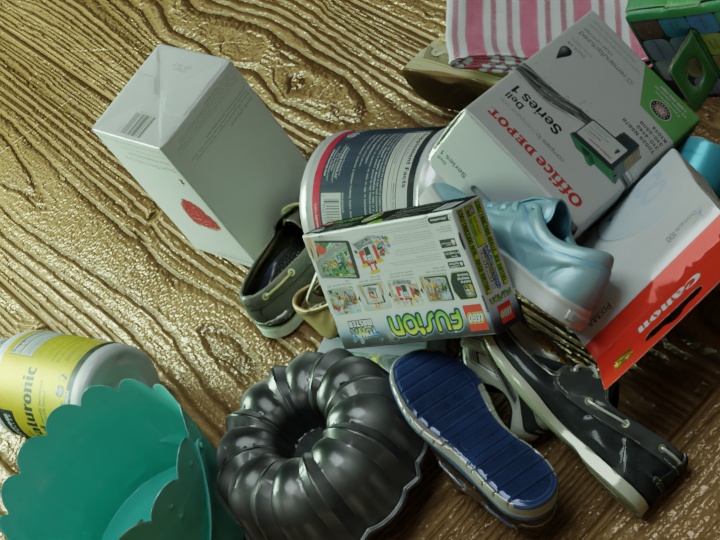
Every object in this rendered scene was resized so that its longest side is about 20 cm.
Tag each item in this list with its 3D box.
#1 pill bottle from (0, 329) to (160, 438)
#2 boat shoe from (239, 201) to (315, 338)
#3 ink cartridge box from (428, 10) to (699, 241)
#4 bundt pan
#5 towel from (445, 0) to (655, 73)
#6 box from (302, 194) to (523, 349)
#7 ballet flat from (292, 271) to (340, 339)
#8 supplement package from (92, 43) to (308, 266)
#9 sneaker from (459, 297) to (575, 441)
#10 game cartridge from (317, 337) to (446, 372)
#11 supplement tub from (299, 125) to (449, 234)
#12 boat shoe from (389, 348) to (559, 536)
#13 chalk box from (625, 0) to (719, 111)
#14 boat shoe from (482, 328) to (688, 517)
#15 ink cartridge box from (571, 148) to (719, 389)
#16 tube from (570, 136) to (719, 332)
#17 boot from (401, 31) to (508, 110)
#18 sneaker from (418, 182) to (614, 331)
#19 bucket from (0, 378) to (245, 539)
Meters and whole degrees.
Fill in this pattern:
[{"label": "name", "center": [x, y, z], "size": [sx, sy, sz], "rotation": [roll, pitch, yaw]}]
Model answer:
[{"label": "pill bottle", "center": [-0.304, 0.118, 1.888], "size": [0.199, 0.111, 0.112], "rotation": [6, 58, 41]}, {"label": "boat shoe", "center": [-0.056, -0.031, 1.872], "size": [0.072, 0.060, 0.202], "rotation": [6, 58, 40]}, {"label": "ink cartridge box", "center": [0.179, -0.114, 1.646], "size": [0.200, 0.146, 0.084], "rotation": [-40, -8, -37]}, {"label": "bundt pan", "center": [-0.043, 0.151, 1.634], "size": [0.201, 0.076, 0.203], "rotation": [-20, 45, 21]}, {"label": "towel", "center": [0.180, -0.244, 1.796], "size": [0.199, 0.030, 0.147], "rotation": [4, 48, -4]}, {"label": "box", "center": [0.040, 0.004, 1.573], "size": [0.035, 0.111, 0.200], "rotation": [-28, 13, -37]}, {"label": "ballet flat", "center": [0.000, 0.000, 1.680], "size": [0.200, 0.063, 0.069], "rotation": [-45, 17, 46]}, {"label": "supplement package", "center": [-0.151, -0.113, 1.911], "size": [0.121, 0.200, 0.120], "rotation": [17, 65, 45]}, {"label": "sneaker", "center": [0.107, 0.059, 1.616], "size": [0.088, 0.076, 0.200], "rotation": [-43, 65, 9]}, {"label": "game cartridge", "center": [0.001, 0.123, 1.710], "size": [0.133, 0.041, 0.201], "rotation": [4, 56, 34]}, {"label": "supplement tub", "center": [0.056, -0.064, 1.756], "size": [0.199, 0.140, 0.141], "rotation": [1, 55, 38]}, {"label": "boat shoe", "center": [0.089, 0.148, 1.567], "size": [0.072, 0.073, 0.200], "rotation": [-27, 51, -17]}, {"label": "chalk box", "center": [0.331, -0.242, 1.723], "size": [0.123, 0.125, 0.201], "rotation": [-3, 54, 36]}, {"label": "boat shoe", "center": [0.178, 0.108, 1.524], "size": [0.068, 0.072, 0.200], "rotation": [-44, 69, -2]}, {"label": "ink cartridge box", "center": [0.228, -0.004, 1.531], "size": [0.160, 0.047, 0.200], "rotation": [-45, 13, 13]}, {"label": "tube", "center": [0.260, -0.022, 1.642], "size": [0.077, 0.050, 0.201], "rotation": [14, 69, 54]}, {"label": "boot", "center": [0.151, -0.222, 1.844], "size": [0.200, 0.073, 0.156], "rotation": [19, 65, 49]}, {"label": "sneaker", "center": [0.135, -0.032, 1.559], "size": [0.200, 0.074, 0.082], "rotation": [39, 97, 34]}, {"label": "bucket", "center": [-0.210, 0.215, 1.708], "size": [0.206, 0.135, 0.208], "rotation": [-22, 43, 22]}]
